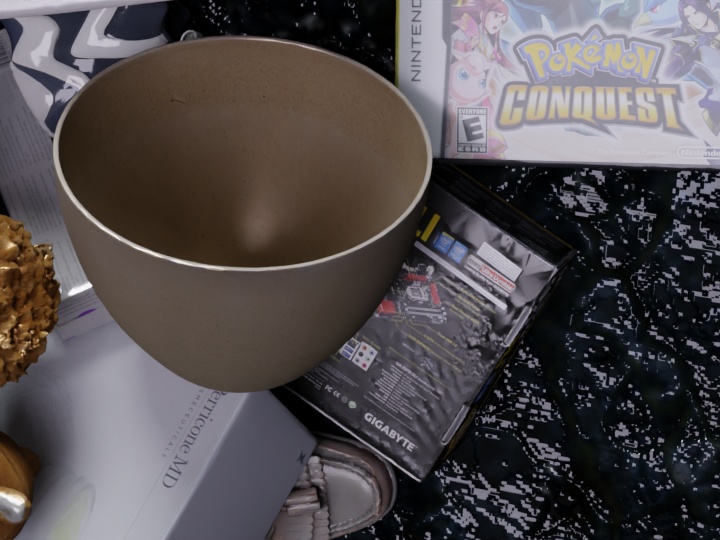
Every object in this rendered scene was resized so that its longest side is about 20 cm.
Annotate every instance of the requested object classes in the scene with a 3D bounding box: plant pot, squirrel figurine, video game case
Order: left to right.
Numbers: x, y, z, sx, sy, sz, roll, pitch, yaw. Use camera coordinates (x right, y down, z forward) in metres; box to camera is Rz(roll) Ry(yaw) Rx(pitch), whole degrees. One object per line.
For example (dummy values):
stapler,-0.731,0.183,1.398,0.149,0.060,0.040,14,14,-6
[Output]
squirrel figurine,-0.237,0.059,1.522,0.186,0.142,0.200,36,93,-6
plant pot,-0.065,-0.014,1.553,0.199,0.201,0.135,18,132,15
video game case,0.115,-0.146,1.550,0.199,0.025,0.182,2,95,19

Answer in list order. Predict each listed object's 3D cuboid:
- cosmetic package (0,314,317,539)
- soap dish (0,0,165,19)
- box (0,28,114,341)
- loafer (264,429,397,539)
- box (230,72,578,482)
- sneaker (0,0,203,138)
cosmetic package,-0.167,0.125,1.644,0.199,0.123,0.200,25,79,23
soap dish,-0.169,-0.207,1.532,0.199,0.158,0.082,-5,62,12
box,-0.186,-0.051,1.644,0.041,0.039,0.201,-24,56,-4
loafer,-0.079,0.136,1.712,0.199,0.063,0.072,0,107,21
box,0.000,0.000,1.648,0.199,0.049,0.160,34,113,9
sneaker,-0.159,-0.186,1.641,0.129,0.079,0.200,-28,80,12
